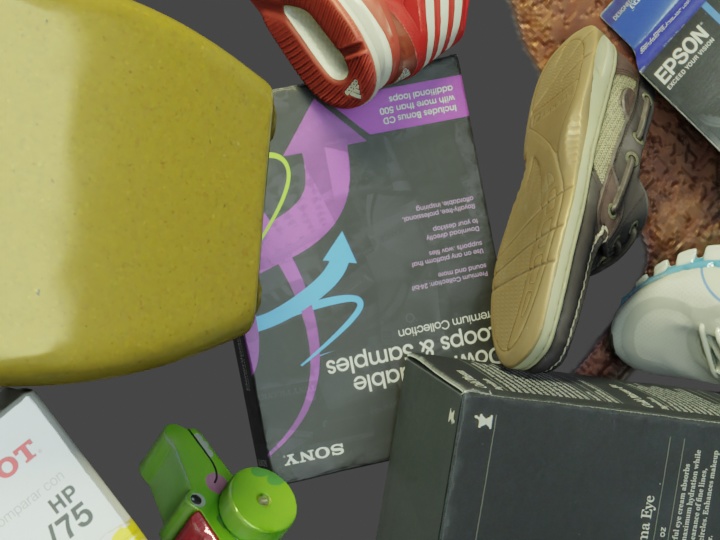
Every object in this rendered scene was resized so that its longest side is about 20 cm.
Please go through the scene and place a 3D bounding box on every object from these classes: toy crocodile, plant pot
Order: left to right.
[{"bbox_3d":[-0.148,-0.036,1.146,0.198,0.195,0.196,6,87,-14],"label":"plant pot"},{"bbox_3d":[-0.049,0.165,1.204,0.062,0.068,0.201,-21,71,-44],"label":"toy crocodile"}]

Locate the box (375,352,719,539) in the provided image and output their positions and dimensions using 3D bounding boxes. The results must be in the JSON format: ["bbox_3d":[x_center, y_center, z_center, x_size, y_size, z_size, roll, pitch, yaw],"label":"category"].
[{"bbox_3d":[0.104,0.156,1.223,0.181,0.104,0.202,8,96,-17],"label":"box"}]

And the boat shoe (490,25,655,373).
[{"bbox_3d":[0.116,-0.033,1.248,0.064,0.072,0.201,25,55,-19],"label":"boat shoe"}]

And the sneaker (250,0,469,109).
[{"bbox_3d":[-0.019,-0.183,1.257,0.115,0.078,0.201,-26,84,-39],"label":"sneaker"}]

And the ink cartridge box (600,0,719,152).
[{"bbox_3d":[0.221,-0.099,1.265,0.200,0.039,0.100,45,109,11],"label":"ink cartridge box"}]

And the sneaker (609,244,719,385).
[{"bbox_3d":[0.214,0.039,1.236,0.075,0.199,0.087,65,36,-32],"label":"sneaker"}]

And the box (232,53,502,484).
[{"bbox_3d":[0.000,0.000,1.259,0.142,0.036,0.202,-12,92,-13],"label":"box"}]

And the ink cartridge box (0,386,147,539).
[{"bbox_3d":[-0.161,0.177,1.158,0.146,0.146,0.201,-38,96,-12],"label":"ink cartridge box"}]
